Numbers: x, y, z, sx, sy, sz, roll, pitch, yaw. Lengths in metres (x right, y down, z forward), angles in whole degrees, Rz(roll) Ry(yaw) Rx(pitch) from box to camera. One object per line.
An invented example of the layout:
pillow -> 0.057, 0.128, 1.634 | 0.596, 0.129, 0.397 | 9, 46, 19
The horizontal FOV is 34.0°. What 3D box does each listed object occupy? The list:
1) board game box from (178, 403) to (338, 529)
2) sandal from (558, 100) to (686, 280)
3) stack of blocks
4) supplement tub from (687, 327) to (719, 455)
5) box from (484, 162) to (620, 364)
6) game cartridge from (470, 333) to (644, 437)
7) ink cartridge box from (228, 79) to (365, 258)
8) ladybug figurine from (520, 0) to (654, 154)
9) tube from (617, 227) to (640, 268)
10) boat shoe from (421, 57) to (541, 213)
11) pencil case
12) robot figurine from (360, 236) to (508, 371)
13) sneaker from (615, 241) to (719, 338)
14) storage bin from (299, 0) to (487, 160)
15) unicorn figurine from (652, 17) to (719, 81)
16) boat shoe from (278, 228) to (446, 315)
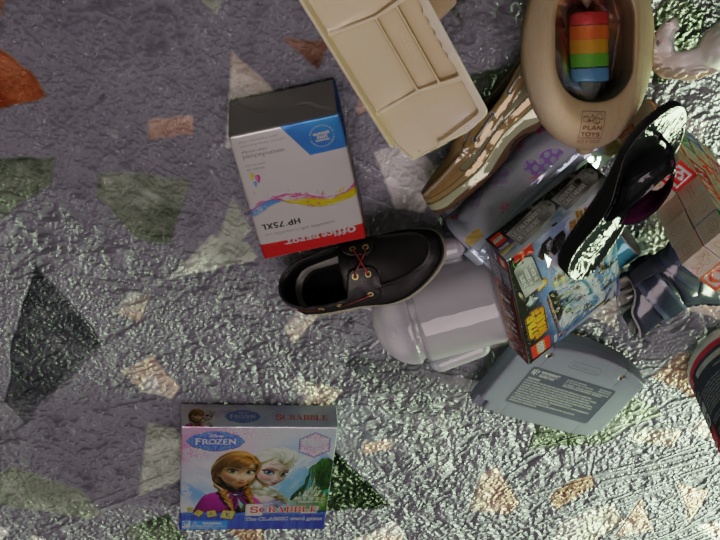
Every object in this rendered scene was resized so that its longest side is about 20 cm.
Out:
board game box -> -0.135, 0.257, 1.522 | 0.197, 0.041, 0.201 | 1, 129, -8
sandal -> 0.267, -0.069, 1.146 | 0.075, 0.048, 0.202 | 2, 124, -45
stack of blocks -> 0.337, -0.075, 1.209 | 0.114, 0.201, 0.059 | 31, 121, -30
supplement tub -> 0.491, 0.172, 1.430 | 0.138, 0.201, 0.142 | -3, 130, -4
box -> 0.205, -0.003, 1.228 | 0.136, 0.040, 0.201 | -36, 144, -12
game cartridge -> 0.251, 0.140, 1.471 | 0.198, 0.042, 0.134 | 18, 122, -27
ink cartridge box -> -0.061, -0.088, 1.233 | 0.114, 0.068, 0.202 | -12, 130, 2
ladybug figurine -> 0.211, -0.213, 1.127 | 0.134, 0.072, 0.203 | 0, 99, -14
tube -> 0.232, 0.018, 1.370 | 0.199, 0.051, 0.077 | -40, 148, 25
boat shoe -> 0.124, -0.149, 1.216 | 0.076, 0.072, 0.200 | 39, 108, -17
pencil case -> 0.181, -0.090, 1.225 | 0.083, 0.091, 0.200 | 38, 104, -27
robot figurine -> 0.096, 0.039, 1.327 | 0.197, 0.113, 0.171 | -14, 118, 4
sneaker -> 0.377, 0.026, 1.357 | 0.146, 0.077, 0.202 | -41, 136, 16
storage bin -> 0.025, -0.235, 1.036 | 0.093, 0.201, 0.199 | -24, 128, 15
unicorn figurine -> 0.371, -0.229, 1.166 | 0.198, 0.075, 0.137 | 20, 135, -29
boat shoe -> 0.000, 0.003, 1.275 | 0.199, 0.075, 0.063 | -18, 162, 31
